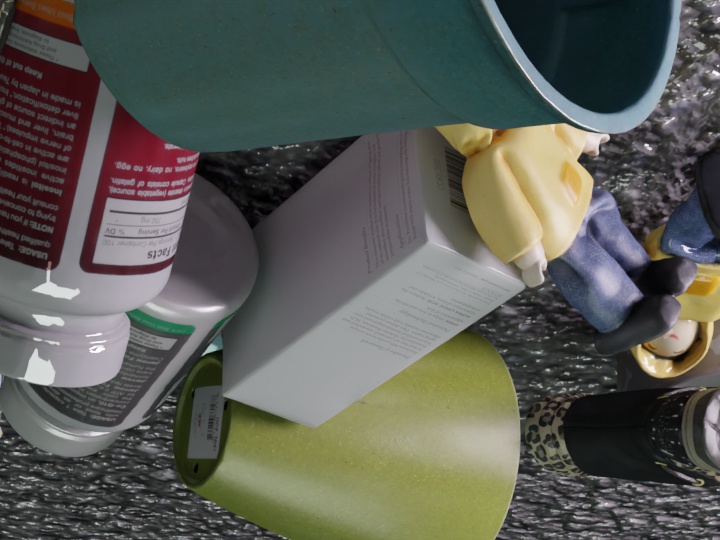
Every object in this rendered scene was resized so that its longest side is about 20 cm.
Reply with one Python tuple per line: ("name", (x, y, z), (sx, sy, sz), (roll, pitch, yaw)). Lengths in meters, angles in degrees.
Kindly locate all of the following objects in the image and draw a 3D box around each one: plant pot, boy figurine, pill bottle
("plant pot", (-0.002, -0.137, 0.558), (0.195, 0.201, 0.200), (-8, 151, 35))
("boy figurine", (0.212, 0.002, 0.893), (0.124, 0.065, 0.200), (4, 149, -9))
("plant pot", (-0.023, 0.117, 0.980), (0.199, 0.188, 0.187), (13, 150, -30))
("pill bottle", (-0.155, 0.032, 0.884), (0.113, 0.114, 0.200), (17, 138, -25))
("pill bottle", (-0.138, -0.052, 0.682), (0.112, 0.113, 0.201), (12, 106, -17))
("boy figurine", (0.104, -0.052, 0.774), (0.064, 0.124, 0.200), (-23, 112, 46))

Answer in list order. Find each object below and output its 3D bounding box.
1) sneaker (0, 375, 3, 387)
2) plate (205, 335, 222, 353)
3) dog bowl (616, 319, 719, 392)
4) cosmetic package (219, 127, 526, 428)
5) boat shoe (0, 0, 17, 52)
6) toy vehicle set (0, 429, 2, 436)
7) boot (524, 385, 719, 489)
("sneaker", (-0.229, 0.027, 0.844), (0.073, 0.071, 0.200), (40, 146, 3))
("plate", (-0.114, 0.019, 1.000), (0.199, 0.026, 0.200), (1, 150, 1))
("dog bowl", (0.289, 0.085, 1.056), (0.199, 0.059, 0.200), (2, 151, 1))
("cosmetic package", (0.000, 0.000, 0.844), (0.081, 0.113, 0.200), (22, 139, -32))
("boat shoe", (-0.164, -0.156, 0.559), (0.067, 0.057, 0.201), (0, 122, -24))
("toy vehicle set", (-0.304, 0.035, 0.787), (0.199, 0.027, 0.125), (19, 144, 17))
("boot", (0.229, 0.120, 1.001), (0.153, 0.074, 0.203), (-6, 166, 39))
